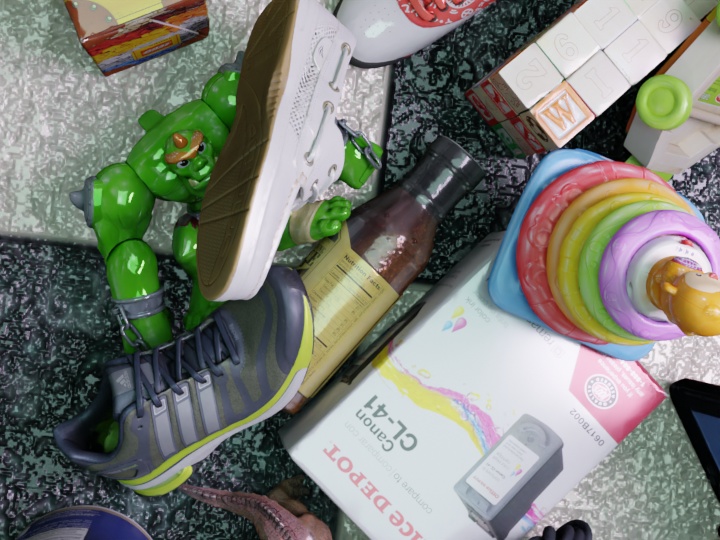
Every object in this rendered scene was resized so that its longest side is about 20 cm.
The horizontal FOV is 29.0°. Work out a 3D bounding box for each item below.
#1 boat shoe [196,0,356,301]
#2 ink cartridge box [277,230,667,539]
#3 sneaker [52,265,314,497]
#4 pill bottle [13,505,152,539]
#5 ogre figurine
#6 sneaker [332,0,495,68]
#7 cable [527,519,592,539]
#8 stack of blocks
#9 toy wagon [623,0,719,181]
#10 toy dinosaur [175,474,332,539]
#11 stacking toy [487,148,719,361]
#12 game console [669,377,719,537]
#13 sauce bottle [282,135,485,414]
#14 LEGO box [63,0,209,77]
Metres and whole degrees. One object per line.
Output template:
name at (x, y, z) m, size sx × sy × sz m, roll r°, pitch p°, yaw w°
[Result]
boat shoe at (-0.039, -0.068, 0.803) m, size 0.069 × 0.071 × 0.200 m, roll 26°, pitch 66°, yaw -28°
ink cartridge box at (0.069, 0.093, 0.889) m, size 0.200 × 0.086 × 0.148 m, roll -44°, pitch 95°, yaw -6°
sneaker at (-0.104, 0.068, 0.829) m, size 0.200 × 0.081 × 0.074 m, roll -45°, pitch 53°, yaw 25°
pill bottle at (-0.169, 0.207, 0.808) m, size 0.111 × 0.200 × 0.111 m, roll 0°, pitch 91°, yaw -6°
ogre figurine at (-0.093, -0.046, 0.870) m, size 0.200 × 0.098 × 0.120 m, roll -34°, pitch 112°, yaw 11°
sneaker at (0.072, -0.199, 0.873) m, size 0.201 × 0.108 × 0.067 m, roll -29°, pitch 93°, yaw -4°
cable at (0.075, 0.229, 0.854) m, size 0.051 × 0.163 × 0.200 m, roll 30°, pitch 75°, yaw 30°
stack of blocks at (0.168, -0.158, 0.880) m, size 0.200 × 0.115 × 0.059 m, roll -40°, pitch 94°, yaw -4°
toy wagon at (0.218, -0.108, 0.870) m, size 0.200 × 0.155 × 0.040 m, roll -49°, pitch 67°, yaw 22°
toy dinosaur at (-0.030, 0.197, 0.854) m, size 0.086 × 0.136 × 0.200 m, roll -36°, pitch 93°, yaw -4°
stacking toy at (0.153, 0.001, 0.750) m, size 0.116 × 0.200 × 0.110 m, roll 23°, pitch 95°, yaw -10°
game console at (0.215, 0.171, 0.845) m, size 0.119 × 0.200 × 0.173 m, roll -26°, pitch 93°, yaw -6°
sauce bottle at (0.000, 0.000, 0.892) m, size 0.066 × 0.066 × 0.200 m, roll 43°, pitch 84°, yaw -5°
LEGO box at (-0.161, -0.230, 0.829) m, size 0.077 × 0.149 × 0.200 m, roll -22°, pitch 92°, yaw -5°
